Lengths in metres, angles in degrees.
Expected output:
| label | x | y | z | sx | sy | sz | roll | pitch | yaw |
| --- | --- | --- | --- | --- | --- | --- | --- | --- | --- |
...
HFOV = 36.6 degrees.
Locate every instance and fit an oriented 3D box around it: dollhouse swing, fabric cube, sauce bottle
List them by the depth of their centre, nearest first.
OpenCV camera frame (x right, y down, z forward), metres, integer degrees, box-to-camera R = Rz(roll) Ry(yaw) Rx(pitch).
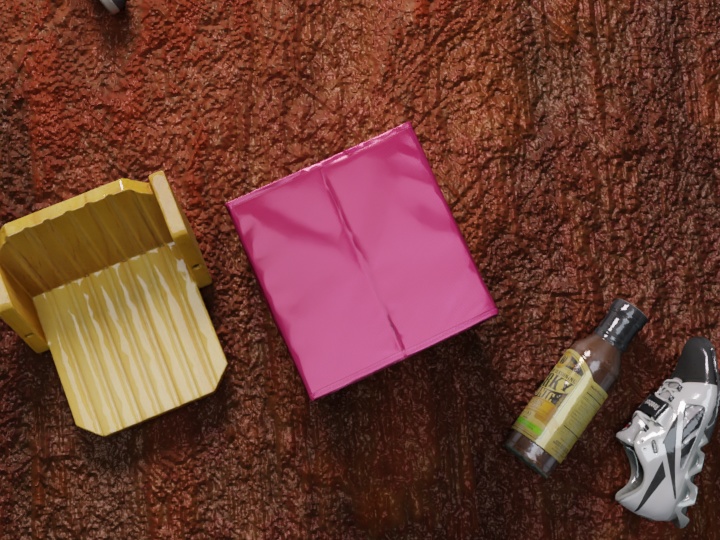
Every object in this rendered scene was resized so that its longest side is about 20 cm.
| label | x | y | z | sx | sy | sz | roll | pitch | yaw |
| --- | --- | --- | --- | --- | --- | --- | --- | --- | --- |
| fabric cube | 0.000 | 0.000 | 1.086 | 0.199 | 0.196 | 0.200 | -24 | 84 | -3 |
| dollhouse swing | -0.247 | 0.044 | 1.094 | 0.199 | 0.182 | 0.177 | -21 | 65 | -5 |
| sauce bottle | 0.230 | 0.121 | 1.148 | 0.065 | 0.065 | 0.200 | 36 | 82 | 2 |

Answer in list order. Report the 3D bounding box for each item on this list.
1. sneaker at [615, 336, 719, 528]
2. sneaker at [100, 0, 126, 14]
| label | x | y | z | sx | sy | sz | roll | pitch | yaw |
| --- | --- | --- | --- | --- | --- | --- | --- | --- | --- |
| sneaker | 0.318 | 0.161 | 1.140 | 0.088 | 0.074 | 0.201 | 14 | 83 | -2 |
| sneaker | -0.271 | -0.383 | 1.175 | 0.106 | 0.075 | 0.201 | -23 | 84 | -2 |
